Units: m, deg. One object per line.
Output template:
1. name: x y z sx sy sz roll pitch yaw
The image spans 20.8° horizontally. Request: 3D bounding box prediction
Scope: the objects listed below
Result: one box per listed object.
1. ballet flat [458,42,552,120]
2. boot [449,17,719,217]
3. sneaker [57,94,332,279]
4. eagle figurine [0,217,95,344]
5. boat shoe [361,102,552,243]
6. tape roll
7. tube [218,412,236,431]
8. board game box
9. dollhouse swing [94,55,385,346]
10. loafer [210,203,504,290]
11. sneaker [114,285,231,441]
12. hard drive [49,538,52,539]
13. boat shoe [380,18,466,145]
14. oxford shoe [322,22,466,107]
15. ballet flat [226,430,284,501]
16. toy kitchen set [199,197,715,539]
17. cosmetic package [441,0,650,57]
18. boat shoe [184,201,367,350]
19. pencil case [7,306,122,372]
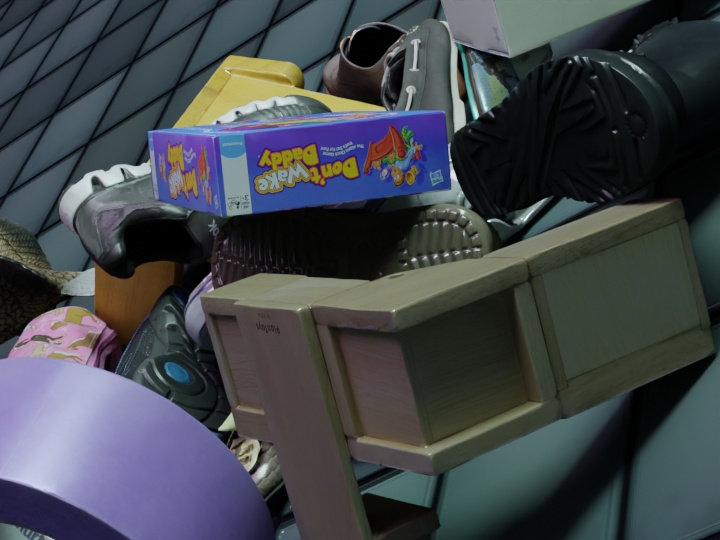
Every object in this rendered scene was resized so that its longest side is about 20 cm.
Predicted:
1. ballet flat: 0.100 -0.136 1.326 0.074 0.074 0.200 -35 26 13
2. boot: 0.158 -0.093 1.039 0.167 0.077 0.200 -24 2 -24
3. sneaker: -0.100 -0.049 1.322 0.199 0.067 0.091 -23 50 -7
4. eagle figurine: -0.287 0.014 1.489 0.151 0.200 0.151 -23 29 41
5. boat shoe: 0.067 -0.045 1.192 0.200 0.074 0.065 -46 18 -10
6. tape roll: -0.151 0.146 1.021 0.199 0.200 0.085 -22 28 39
7. tube: 0.007 0.056 1.110 0.199 0.052 0.058 -11 -9 41
8. board game box: -0.042 -0.066 1.159 0.134 0.045 0.200 -7 7 -15
9. dollhouse swing: -0.072 -0.031 1.446 0.182 0.175 0.200 99 -162 -52
10. loafer: 0.000 0.000 1.143 0.199 0.067 0.077 2 81 35
11. sneaker: -0.128 0.088 1.290 0.082 0.073 0.200 -51 12 19
12. hard drive: -0.196 0.200 1.226 0.132 0.027 0.200 -48 22 -19
13. boat shoe: 0.035 -0.118 1.307 0.200 0.057 0.067 -95 13 -59
14. oxford shoe: 0.013 -0.160 1.494 0.071 0.073 0.200 -47 22 -13
15. ballet flat: -0.053 0.074 1.202 0.067 0.046 0.200 -26 26 33
16. toy kitchen set: 0.052 0.068 0.996 0.180 0.164 0.200 -20 12 -28
17. cosmetic package: 0.155 -0.211 1.274 0.199 0.074 0.103 -23 19 -14
18. boat shoe: -0.046 -0.022 1.297 0.199 0.074 0.067 -33 60 -25
19. pencil case: -0.215 0.089 1.358 0.200 0.086 0.083 -94 12 -74
